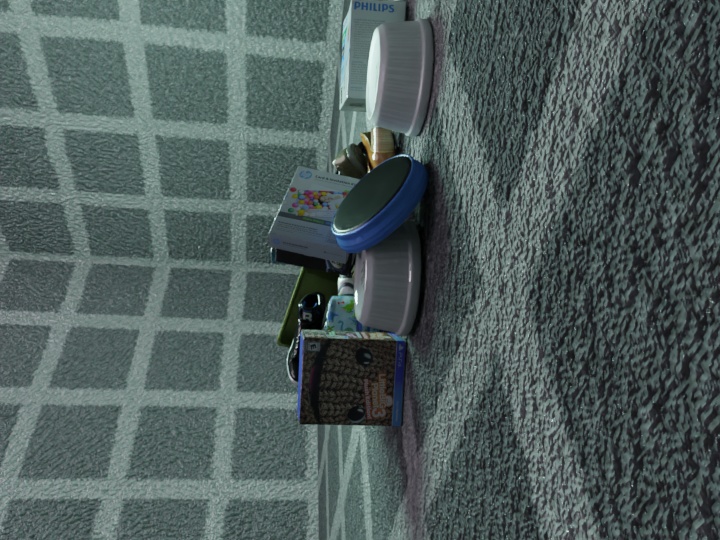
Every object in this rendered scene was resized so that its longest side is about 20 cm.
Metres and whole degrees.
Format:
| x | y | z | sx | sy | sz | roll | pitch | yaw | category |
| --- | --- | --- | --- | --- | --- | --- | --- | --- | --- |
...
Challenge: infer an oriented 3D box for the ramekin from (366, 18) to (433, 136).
| x | y | z | sx | sy | sz | roll | pitch | yaw | category |
| --- | --- | --- | --- | --- | --- | --- | --- | --- | --- |
| 0.066 | -0.352 | 1.148 | 0.202 | 0.091 | 0.209 | -177 | 90 | -83 | ramekin |

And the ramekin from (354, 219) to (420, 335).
| x | y | z | sx | sy | sz | roll | pitch | yaw | category |
| --- | --- | --- | --- | --- | --- | --- | --- | --- | --- |
| 0.043 | 0.011 | 1.137 | 0.202 | 0.091 | 0.209 | -178 | 90 | -83 | ramekin |

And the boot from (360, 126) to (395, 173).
| x | y | z | sx | sy | sz | roll | pitch | yaw | category |
| --- | --- | --- | --- | --- | --- | --- | --- | --- | --- |
| 0.039 | -0.233 | 1.414 | 0.200 | 0.071 | 0.160 | -102 | 9 | -83 | boot |

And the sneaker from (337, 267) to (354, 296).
| x | y | z | sx | sy | sz | roll | pitch | yaw | category |
| --- | --- | --- | --- | --- | --- | --- | --- | --- | --- |
| 0.000 | 0.000 | 1.442 | 0.198 | 0.077 | 0.134 | 19 | -108 | -66 | sneaker |

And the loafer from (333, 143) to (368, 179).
| x | y | z | sx | sy | sz | roll | pitch | yaw | category |
| --- | --- | --- | --- | --- | --- | --- | --- | --- | --- |
| -0.006 | -0.229 | 1.488 | 0.200 | 0.068 | 0.077 | 44 | -146 | -57 | loafer |

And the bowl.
| x | y | z | sx | sy | sz | roll | pitch | yaw | category |
| --- | --- | --- | --- | --- | --- | --- | --- | --- | --- |
| 0.028 | -0.119 | 1.083 | 0.199 | 0.039 | 0.202 | -36 | 26 | 20 | bowl |

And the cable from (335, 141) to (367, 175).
| x | y | z | sx | sy | sz | roll | pitch | yaw | category |
| --- | --- | --- | --- | --- | --- | --- | --- | --- | --- |
| -0.012 | -0.225 | 1.563 | 0.050 | 0.161 | 0.206 | 14 | 99 | 37 | cable |

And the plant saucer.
| x | y | z | sx | sy | sz | roll | pitch | yaw | category |
| --- | --- | --- | --- | --- | --- | --- | --- | --- | --- |
| -0.094 | 0.095 | 1.509 | 0.048 | 0.196 | 0.205 | 25 | 95 | 57 | plant saucer |

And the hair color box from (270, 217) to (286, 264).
| x | y | z | sx | sy | sz | roll | pitch | yaw | category |
| --- | --- | --- | --- | --- | --- | --- | --- | --- | --- |
| -0.120 | -0.068 | 1.564 | 0.061 | 0.194 | 0.103 | 102 | 171 | -62 | hair color box |

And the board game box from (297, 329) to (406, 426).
| x | y | z | sx | sy | sz | roll | pitch | yaw | category |
| --- | --- | --- | --- | --- | --- | --- | --- | --- | --- |
| -0.020 | 0.204 | 1.207 | 0.097 | 0.194 | 0.165 | -157 | 69 | -81 | board game box |

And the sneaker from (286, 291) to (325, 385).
| x | y | z | sx | sy | sz | roll | pitch | yaw | category |
| --- | --- | --- | --- | --- | --- | --- | --- | --- | --- |
| -0.121 | 0.135 | 1.368 | 0.113 | 0.071 | 0.204 | 88 | -170 | -50 | sneaker |

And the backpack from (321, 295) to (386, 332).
| x | y | z | sx | sy | sz | roll | pitch | yaw | category |
| --- | --- | --- | --- | --- | --- | --- | --- | --- | --- |
| -0.016 | 0.154 | 1.364 | 0.202 | 0.142 | 0.187 | 84 | -171 | -58 | backpack |

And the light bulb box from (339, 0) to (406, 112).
| x | y | z | sx | sy | sz | roll | pitch | yaw | category |
| --- | --- | --- | --- | --- | --- | --- | --- | --- | --- |
| 0.023 | -0.469 | 1.405 | 0.198 | 0.121 | 0.206 | -142 | 54 | -81 | light bulb box |

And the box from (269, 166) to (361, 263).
| x | y | z | sx | sy | sz | roll | pitch | yaw | category |
| --- | --- | --- | --- | --- | --- | --- | --- | --- | --- |
| -0.077 | -0.113 | 1.238 | 0.042 | 0.152 | 0.203 | 97 | -172 | -47 | box |

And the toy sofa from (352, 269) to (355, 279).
| x | y | z | sx | sy | sz | roll | pitch | yaw | category |
| --- | --- | --- | --- | --- | --- | --- | --- | --- | --- |
| 0.040 | -0.081 | 1.285 | 0.098 | 0.080 | 0.205 | -66 | -15 | -60 | toy sofa |

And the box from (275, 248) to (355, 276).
| x | y | z | sx | sy | sz | roll | pitch | yaw | category |
| --- | --- | --- | --- | --- | --- | --- | --- | --- | --- |
| -0.075 | -0.089 | 1.335 | 0.201 | 0.159 | 0.088 | -70 | -11 | -56 | box |
